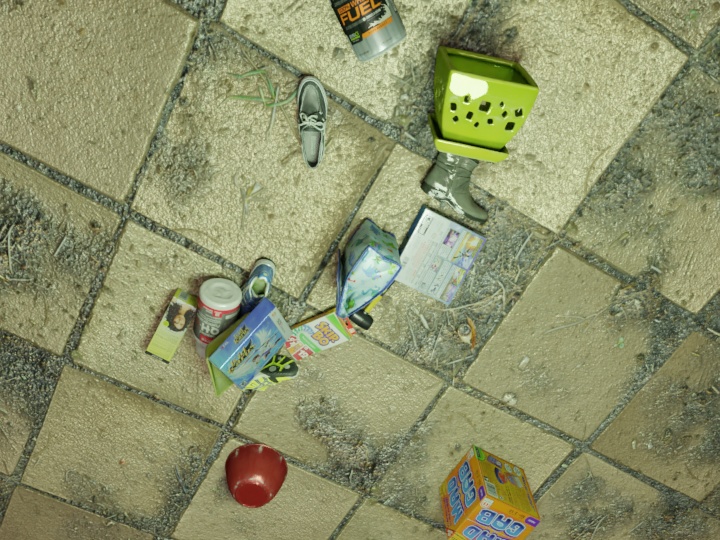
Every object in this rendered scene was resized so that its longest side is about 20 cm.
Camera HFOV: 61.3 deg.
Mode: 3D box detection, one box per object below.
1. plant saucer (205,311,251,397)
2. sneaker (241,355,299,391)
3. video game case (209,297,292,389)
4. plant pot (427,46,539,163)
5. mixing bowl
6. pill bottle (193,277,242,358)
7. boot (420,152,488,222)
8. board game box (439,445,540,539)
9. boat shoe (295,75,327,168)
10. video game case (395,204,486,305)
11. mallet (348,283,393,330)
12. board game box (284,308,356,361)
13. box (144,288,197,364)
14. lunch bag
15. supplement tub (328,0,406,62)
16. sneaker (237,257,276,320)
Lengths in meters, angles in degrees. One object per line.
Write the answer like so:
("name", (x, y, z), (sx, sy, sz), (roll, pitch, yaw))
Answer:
("plant saucer", (-0.324, 0.204, 1.579), (0.048, 0.199, 0.202), (35, 147, 22))
("sneaker", (-0.261, 0.291, 1.695), (0.195, 0.076, 0.078), (-5, 124, 13))
("video game case", (-0.268, 0.188, 1.528), (0.201, 0.045, 0.182), (-48, 156, -15))
("plant pot", (0.250, -0.355, 1.322), (0.194, 0.202, 0.185), (10, 122, -6))
("mixing bowl", (-0.322, 0.638, 1.835), (0.195, 0.109, 0.204), (0, 116, 0))
("pill bottle", (-0.376, 0.130, 1.581), (0.108, 0.112, 0.203), (14, 124, -8))
("boot", (0.251, -0.209, 1.464), (0.197, 0.068, 0.132), (27, 107, -15))
("board game box", (0.381, 0.699, 1.825), (0.197, 0.201, 0.202), (27, 113, -13))
("boat shoe", (-0.113, -0.335, 1.391), (0.072, 0.068, 0.204), (4, 115, -3))
("video game case", (0.193, -0.038, 1.544), (0.178, 0.046, 0.203), (24, 108, -12))
("mallet", (0.055, 0.076, 1.613), (0.066, 0.041, 0.200), (41, 105, -17))
("board game box", (-0.116, 0.172, 1.647), (0.197, 0.030, 0.097), (-24, 114, 16))
("box", (-0.503, 0.151, 1.629), (0.074, 0.050, 0.202), (27, 113, -12))
("lunch bag", (0.000, 0.000, 1.498), (0.126, 0.171, 0.201), (29, 114, -15))
("supplement tub", (0.004, -0.551, 1.259), (0.121, 0.123, 0.202), (-26, 113, 11))
("sneaker", (-0.282, 0.065, 1.576), (0.074, 0.078, 0.203), (20, 117, -12))
